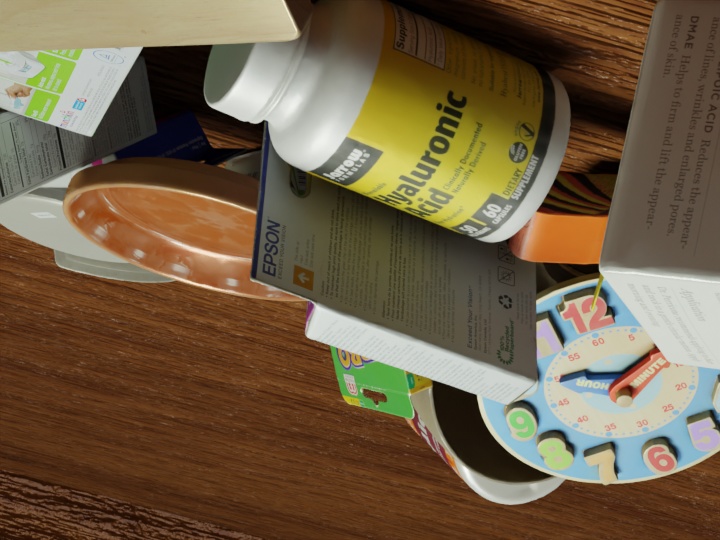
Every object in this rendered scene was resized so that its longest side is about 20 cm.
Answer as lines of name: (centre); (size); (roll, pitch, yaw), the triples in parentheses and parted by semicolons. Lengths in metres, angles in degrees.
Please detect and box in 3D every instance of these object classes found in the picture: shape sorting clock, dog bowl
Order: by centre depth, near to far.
shape sorting clock: (0.179, 0.077, 1.397); (0.199, 0.039, 0.201); (1, 128, 1)
dog bowl: (-0.227, -0.052, 1.648); (0.199, 0.059, 0.200); (12, 163, 4)

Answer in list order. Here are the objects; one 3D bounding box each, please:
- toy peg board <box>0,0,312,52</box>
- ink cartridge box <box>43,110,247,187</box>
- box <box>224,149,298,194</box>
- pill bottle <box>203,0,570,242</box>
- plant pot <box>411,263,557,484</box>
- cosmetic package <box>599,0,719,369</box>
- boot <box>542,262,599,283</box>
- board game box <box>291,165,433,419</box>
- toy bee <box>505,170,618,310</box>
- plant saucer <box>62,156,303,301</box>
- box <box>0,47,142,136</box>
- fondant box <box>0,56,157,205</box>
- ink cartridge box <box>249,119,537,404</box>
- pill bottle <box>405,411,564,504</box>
toy peg board: (-0.130, -0.214, 0.982); (0.199, 0.098, 0.200); (1, 137, 30)
ink cartridge box: (-0.187, -0.086, 1.455); (0.199, 0.037, 0.095); (5, -158, 34)
box: (-0.011, -0.023, 1.549); (0.199, 0.069, 0.082); (25, 161, -34)
pill bottle: (0.014, -0.099, 1.200); (0.199, 0.112, 0.111); (21, 162, -21)
plant pot: (0.102, 0.038, 1.494); (0.200, 0.201, 0.134); (26, -176, -35)
cosmetic package: (0.257, -0.037, 1.108); (0.199, 0.166, 0.165); (7, 163, 24)
boot: (0.229, -0.016, 1.388); (0.199, 0.074, 0.076); (8, 134, -15)
board game box: (0.000, 0.000, 1.405); (0.030, 0.201, 0.095); (-16, -167, -30)
toy bee: (0.182, -0.028, 1.295); (0.199, 0.131, 0.109); (28, -157, -21)
plant saucer: (-0.100, -0.030, 1.368); (0.199, 0.032, 0.200); (12, 163, 4)
box: (-0.211, -0.168, 1.180); (0.176, 0.097, 0.200); (18, 164, -11)
fondant box: (-0.252, -0.091, 1.345); (0.144, 0.059, 0.200); (3, -160, 32)
ink cartridge box: (0.019, -0.034, 1.264); (0.199, 0.197, 0.043); (20, 142, -21)
pill bottle: (0.098, 0.107, 1.704); (0.114, 0.115, 0.200); (21, -172, -24)
